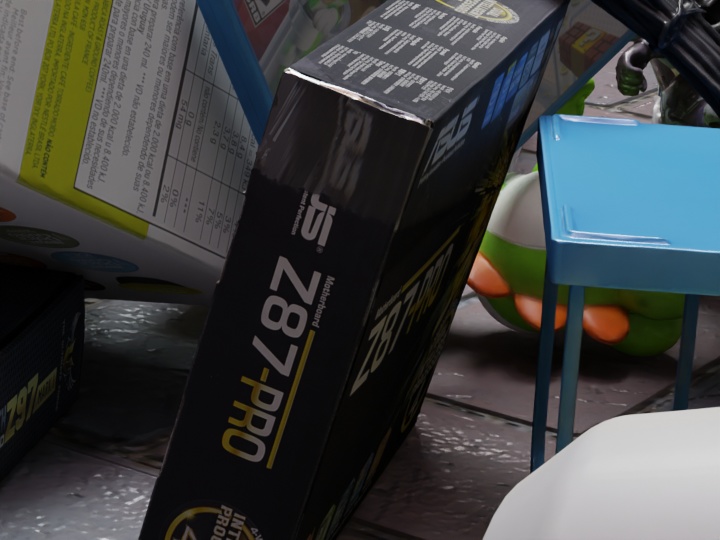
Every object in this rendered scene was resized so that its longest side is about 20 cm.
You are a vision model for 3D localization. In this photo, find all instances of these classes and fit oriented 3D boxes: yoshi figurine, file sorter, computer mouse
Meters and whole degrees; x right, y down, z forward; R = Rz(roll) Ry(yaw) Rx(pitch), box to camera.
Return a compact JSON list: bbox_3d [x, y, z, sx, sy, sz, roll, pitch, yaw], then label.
[{"bbox_3d":[0.041,-0.037,0.986,0.199,0.112,0.112,28,-14,3],"label":"yoshi figurine"},{"bbox_3d":[0.148,0.035,0.761,0.198,0.124,0.139,5,17,1],"label":"file sorter"},{"bbox_3d":[0.108,-0.115,0.896,0.140,0.046,0.200,44,32,-11],"label":"computer mouse"}]

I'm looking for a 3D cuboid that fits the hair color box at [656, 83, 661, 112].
[{"bbox_3d":[0.189,-0.081,1.179,0.060,0.101,0.200,11,19,21],"label":"hair color box"}]

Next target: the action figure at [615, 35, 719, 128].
[{"bbox_3d":[0.149,-0.050,1.001,0.069,0.130,0.200,-41,14,-5],"label":"action figure"}]

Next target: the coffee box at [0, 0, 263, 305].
[{"bbox_3d":[-0.132,-0.107,0.880,0.199,0.201,0.197,3,-12,31],"label":"coffee box"}]

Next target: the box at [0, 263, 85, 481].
[{"bbox_3d":[-0.203,0.031,0.818,0.199,0.051,0.158,8,16,10],"label":"box"}]

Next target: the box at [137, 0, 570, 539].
[{"bbox_3d":[0.000,0.000,0.772,0.049,0.162,0.200,20,19,9],"label":"box"}]

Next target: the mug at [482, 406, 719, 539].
[{"bbox_3d":[0.110,0.103,0.570,0.152,0.187,0.150,1,52,22],"label":"mug"}]

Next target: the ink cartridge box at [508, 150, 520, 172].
[{"bbox_3d":[0.062,-0.120,1.173,0.057,0.164,0.200,9,17,0],"label":"ink cartridge box"}]

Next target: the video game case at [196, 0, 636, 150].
[{"bbox_3d":[0.036,-0.102,0.892,0.018,0.144,0.200,21,56,42],"label":"video game case"}]
